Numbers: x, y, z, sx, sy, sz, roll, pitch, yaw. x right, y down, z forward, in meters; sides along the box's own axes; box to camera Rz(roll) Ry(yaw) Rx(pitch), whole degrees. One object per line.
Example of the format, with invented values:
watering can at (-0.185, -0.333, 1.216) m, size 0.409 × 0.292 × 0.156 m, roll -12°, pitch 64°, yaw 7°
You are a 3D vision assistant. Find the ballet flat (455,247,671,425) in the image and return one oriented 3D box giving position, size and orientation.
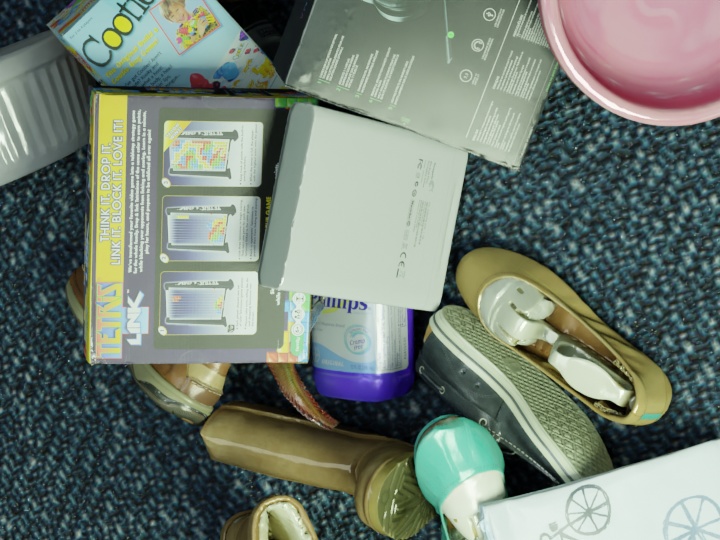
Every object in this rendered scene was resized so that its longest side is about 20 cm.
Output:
ballet flat at (0.146, 0.047, 1.624) m, size 0.200 × 0.063 × 0.069 m, roll 34°, pitch 112°, yaw 20°

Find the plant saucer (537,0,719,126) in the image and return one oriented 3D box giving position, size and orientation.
plant saucer at (0.217, -0.203, 1.506) m, size 0.200 × 0.051 × 0.201 m, roll -3°, pitch 106°, yaw -11°

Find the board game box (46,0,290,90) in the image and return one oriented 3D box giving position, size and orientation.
board game box at (-0.128, -0.144, 1.635) m, size 0.105 × 0.103 × 0.200 m, roll -44°, pitch 108°, yaw -3°

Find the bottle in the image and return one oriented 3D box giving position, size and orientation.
bottle at (0.000, 0.000, 1.692) m, size 0.083 × 0.065 × 0.201 m, roll 5°, pitch 101°, yaw 39°

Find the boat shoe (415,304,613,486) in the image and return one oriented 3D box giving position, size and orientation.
boat shoe at (0.117, 0.112, 1.647) m, size 0.200 × 0.075 × 0.062 m, roll 45°, pitch 118°, yaw 22°

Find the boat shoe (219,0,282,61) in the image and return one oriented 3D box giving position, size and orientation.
boat shoe at (-0.148, -0.138, 1.748) m, size 0.068 × 0.074 × 0.199 m, roll 48°, pitch 114°, yaw 17°

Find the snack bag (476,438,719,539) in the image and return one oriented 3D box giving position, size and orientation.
snack bag at (0.197, 0.237, 1.586) m, size 0.199 × 0.021 × 0.189 m, roll -15°, pitch 96°, yaw -8°

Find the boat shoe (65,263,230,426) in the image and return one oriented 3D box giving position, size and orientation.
boat shoe at (-0.168, 0.048, 1.777) m, size 0.074 × 0.076 × 0.200 m, roll -54°, pitch 51°, yaw 6°

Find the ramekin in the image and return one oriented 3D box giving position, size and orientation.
ramekin at (-0.303, -0.124, 1.770) m, size 0.202 × 0.202 × 0.095 m, roll -16°, pitch 103°, yaw 29°

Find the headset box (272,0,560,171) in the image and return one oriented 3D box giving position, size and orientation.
headset box at (0.047, -0.190, 1.556) m, size 0.199 × 0.093 × 0.175 m, roll 18°, pitch 101°, yaw -12°

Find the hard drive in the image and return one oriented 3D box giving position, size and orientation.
hard drive at (0.005, -0.043, 1.594) m, size 0.027 × 0.200 × 0.132 m, roll 12°, pitch 92°, yaw 36°

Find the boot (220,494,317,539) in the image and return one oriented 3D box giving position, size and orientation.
boot at (-0.061, 0.265, 1.692) m, size 0.066 × 0.200 × 0.176 m, roll -21°, pitch 87°, yaw -14°

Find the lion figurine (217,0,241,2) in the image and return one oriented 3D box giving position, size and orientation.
lion figurine at (-0.065, -0.252, 1.663) m, size 0.199 × 0.072 × 0.123 m, roll -21°, pitch 96°, yaw 12°

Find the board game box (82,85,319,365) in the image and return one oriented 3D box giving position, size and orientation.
board game box at (-0.117, -0.033, 1.577) m, size 0.165 × 0.057 × 0.201 m, roll 1°, pitch 101°, yaw -11°

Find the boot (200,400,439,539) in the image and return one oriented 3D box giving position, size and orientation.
boot at (-0.036, 0.151, 1.679) m, size 0.199 × 0.175 × 0.066 m, roll 12°, pitch 92°, yaw 23°

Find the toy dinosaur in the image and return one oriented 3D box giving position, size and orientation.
toy dinosaur at (-0.106, 0.031, 1.719) m, size 0.181 × 0.105 × 0.201 m, roll 177°, pitch 85°, yaw -68°

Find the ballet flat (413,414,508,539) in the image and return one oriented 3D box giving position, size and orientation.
ballet flat at (0.088, 0.180, 1.616) m, size 0.067 × 0.200 × 0.071 m, roll -27°, pitch 56°, yaw -6°
